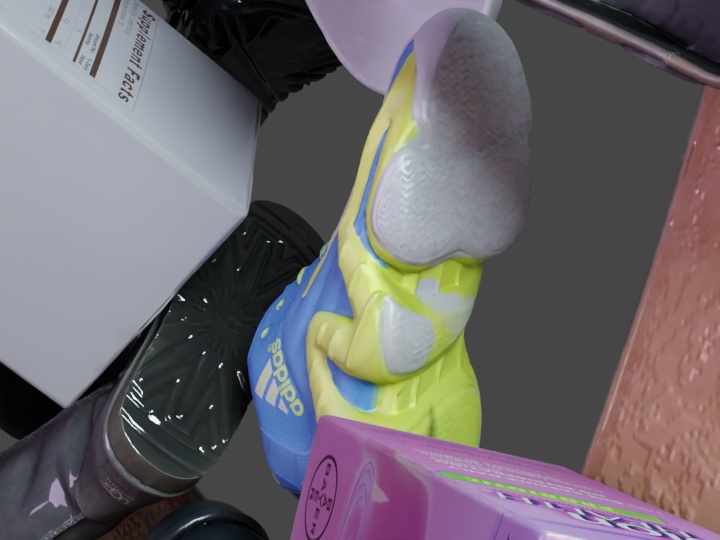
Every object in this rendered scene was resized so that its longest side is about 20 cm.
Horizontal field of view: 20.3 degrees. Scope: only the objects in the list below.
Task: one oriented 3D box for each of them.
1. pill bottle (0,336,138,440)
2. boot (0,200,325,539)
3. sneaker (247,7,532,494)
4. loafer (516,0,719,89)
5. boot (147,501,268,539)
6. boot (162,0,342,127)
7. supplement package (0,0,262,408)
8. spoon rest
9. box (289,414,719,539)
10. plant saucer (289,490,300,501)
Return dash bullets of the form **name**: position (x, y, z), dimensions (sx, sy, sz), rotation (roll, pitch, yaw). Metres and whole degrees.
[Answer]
- **pill bottle**: position (-0.183, 0.010, 1.087), dimensions (0.113, 0.111, 0.200), rotation (-68, 28, 17)
- **boot**: position (-0.111, 0.070, 0.887), dimensions (0.200, 0.073, 0.182), rotation (-43, 6, 45)
- **sneaker**: position (0.000, 0.000, 0.758), dimensions (0.104, 0.075, 0.202), rotation (8, 86, 47)
- **loafer**: position (0.054, -0.115, 0.615), dimensions (0.199, 0.063, 0.072), rotation (31, 120, 17)
- **boot**: position (-0.050, 0.207, 0.771), dimensions (0.168, 0.076, 0.202), rotation (19, 86, 55)
- **boot**: position (-0.056, -0.165, 0.957), dimensions (0.200, 0.076, 0.170), rotation (143, 130, -60)
- **supplement package**: position (-0.153, -0.067, 0.814), dimensions (0.121, 0.200, 0.120), rotation (-45, 19, 20)
- **spoon rest**: position (-0.007, -0.153, 0.813), dimensions (0.201, 0.060, 0.100), rotation (55, 130, 34)
- **box**: position (0.037, 0.150, 0.587), dimensions (0.200, 0.096, 0.178), rotation (-165, 88, -71)
- **plant saucer**: position (0.009, 0.009, 0.822), dimensions (0.070, 0.019, 0.202), rotation (35, 111, 62)
